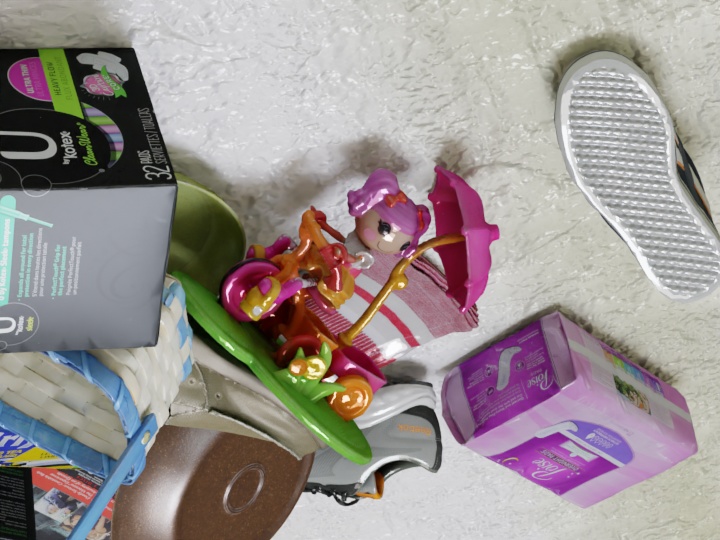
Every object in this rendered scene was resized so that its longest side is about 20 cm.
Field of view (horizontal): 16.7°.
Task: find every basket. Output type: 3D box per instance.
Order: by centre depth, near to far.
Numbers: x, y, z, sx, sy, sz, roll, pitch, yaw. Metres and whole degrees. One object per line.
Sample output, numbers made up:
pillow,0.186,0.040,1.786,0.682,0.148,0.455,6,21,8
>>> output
basket,-0.202,0.078,1.514,0.200,0.176,0.140,-49,155,-31

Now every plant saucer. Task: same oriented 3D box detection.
plant saucer,-0.176,-0.015,1.627,0.198,0.031,0.201,-10,147,-6
plant saucer,-0.094,0.149,1.764,0.200,0.037,0.201,-34,140,-34

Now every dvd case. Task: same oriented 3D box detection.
dvd case,-0.223,0.201,1.912,0.145,0.022,0.200,31,130,-23

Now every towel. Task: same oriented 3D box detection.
towel,-0.028,0.044,1.784,0.199,0.023,0.144,-26,145,19

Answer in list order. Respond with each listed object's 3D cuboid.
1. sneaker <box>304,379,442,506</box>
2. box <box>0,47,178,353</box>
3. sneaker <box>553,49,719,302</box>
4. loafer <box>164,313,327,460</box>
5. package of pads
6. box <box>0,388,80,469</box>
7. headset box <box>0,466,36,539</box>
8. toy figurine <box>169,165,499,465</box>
sneaker,-0.030,0.148,1.880,0.199,0.080,0.074,-20,166,14
box,-0.221,-0.041,1.433,0.198,0.149,0.125,-2,128,-17
sneaker,0.180,-0.072,1.638,0.078,0.080,0.201,-25,122,7
loafer,-0.107,0.076,1.661,0.200,0.076,0.068,35,100,-26
package of pads,0.164,0.114,1.912,0.120,0.076,0.200,-31,144,24
box,-0.230,0.095,1.731,0.199,0.070,0.064,5,147,-21
headset box,-0.363,0.198,1.821,0.173,0.093,0.200,17,138,-32
toy figurine,0.000,0.000,1.634,0.184,0.150,0.200,-45,126,6
